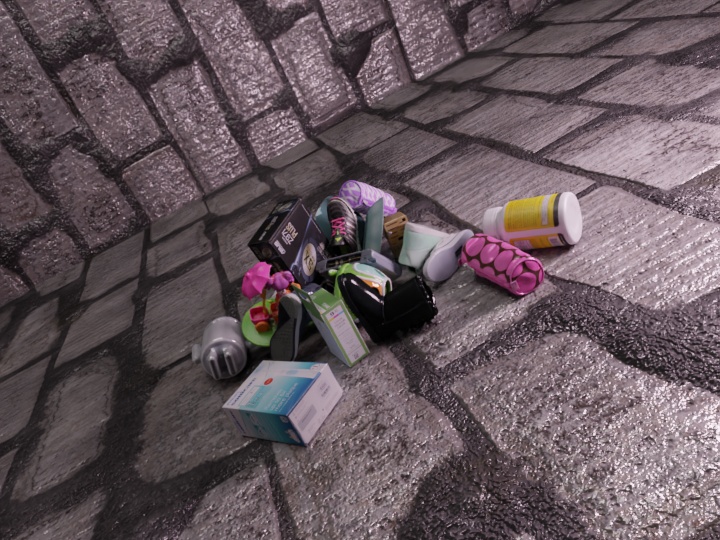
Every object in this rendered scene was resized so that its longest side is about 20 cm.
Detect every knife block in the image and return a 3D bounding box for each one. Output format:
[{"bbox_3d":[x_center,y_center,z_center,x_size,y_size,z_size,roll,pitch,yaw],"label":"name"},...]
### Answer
[{"bbox_3d":[0.088,-0.125,1.700,0.063,0.201,0.177,-23,54,1],"label":"knife block"}]

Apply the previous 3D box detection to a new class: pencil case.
[{"bbox_3d":[0.021,-0.195,1.760,0.085,0.085,0.199,19,7,31],"label":"pencil case"},{"bbox_3d":[0.298,-0.011,1.363,0.093,0.092,0.200,-25,25,-17],"label":"pencil case"}]

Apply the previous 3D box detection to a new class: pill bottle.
[{"bbox_3d":[0.385,-0.106,1.427,0.198,0.115,0.115,-6,31,37],"label":"pill bottle"}]

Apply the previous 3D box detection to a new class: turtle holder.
[{"bbox_3d":[0.007,0.059,1.489,0.130,0.186,0.143,-2,65,16],"label":"turtle holder"}]

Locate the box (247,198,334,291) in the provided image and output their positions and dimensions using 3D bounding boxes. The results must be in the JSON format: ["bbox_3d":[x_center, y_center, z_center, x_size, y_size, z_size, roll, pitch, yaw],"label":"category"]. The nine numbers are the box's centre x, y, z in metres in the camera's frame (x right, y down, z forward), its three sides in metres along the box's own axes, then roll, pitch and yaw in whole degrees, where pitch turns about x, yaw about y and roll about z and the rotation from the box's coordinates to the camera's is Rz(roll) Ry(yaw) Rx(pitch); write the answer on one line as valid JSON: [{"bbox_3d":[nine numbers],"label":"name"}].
[{"bbox_3d":[-0.168,-0.052,1.614,0.085,0.201,0.165,-5,41,39],"label":"box"}]

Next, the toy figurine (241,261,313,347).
[{"bbox_3d":[-0.203,0.060,1.503,0.197,0.185,0.151,-13,46,-6],"label":"toy figurine"}]

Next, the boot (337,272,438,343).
[{"bbox_3d":[0.062,0.057,1.343,0.161,0.199,0.074,-25,26,18],"label":"boot"}]

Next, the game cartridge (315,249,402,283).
[{"bbox_3d":[0.000,0.000,1.583,0.198,0.133,0.041,-12,57,42],"label":"game cartridge"}]

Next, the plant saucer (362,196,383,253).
[{"bbox_3d":[0.031,-0.094,1.667,0.038,0.203,0.202,4,26,-3],"label":"plant saucer"}]

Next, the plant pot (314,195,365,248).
[{"bbox_3d":[-0.049,-0.095,1.790,0.133,0.202,0.201,17,39,13],"label":"plant pot"}]

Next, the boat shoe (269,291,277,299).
[{"bbox_3d":[-0.216,0.090,1.698,0.070,0.070,0.201,-21,25,7],"label":"boat shoe"}]

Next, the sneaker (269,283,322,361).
[{"bbox_3d":[-0.135,0.123,1.472,0.076,0.204,0.146,30,32,21],"label":"sneaker"}]

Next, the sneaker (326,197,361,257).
[{"bbox_3d":[-0.048,-0.092,1.650,0.073,0.203,0.087,-12,4,22],"label":"sneaker"}]

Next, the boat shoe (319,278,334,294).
[{"bbox_3d":[-0.090,0.043,1.668,0.065,0.073,0.200,-2,35,34],"label":"boat shoe"}]

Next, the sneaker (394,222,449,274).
[{"bbox_3d":[0.156,-0.050,1.584,0.073,0.120,0.199,21,9,35],"label":"sneaker"}]

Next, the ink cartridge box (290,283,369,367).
[{"bbox_3d":[-0.064,0.102,1.363,0.059,0.201,0.104,-35,26,-15],"label":"ink cartridge box"}]

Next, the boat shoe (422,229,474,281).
[{"bbox_3d":[0.204,-0.033,1.534,0.065,0.074,0.199,-5,22,47],"label":"boat shoe"}]

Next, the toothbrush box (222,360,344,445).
[{"bbox_3d":[-0.157,0.263,1.283,0.198,0.086,0.147,-5,32,42],"label":"toothbrush box"}]

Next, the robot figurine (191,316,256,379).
[{"bbox_3d":[-0.338,0.189,1.573,0.167,0.114,0.200,-10,24,-5],"label":"robot figurine"}]
